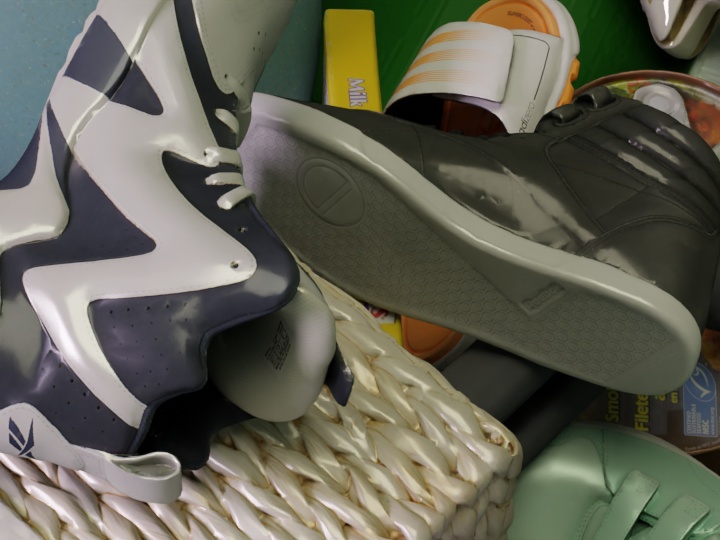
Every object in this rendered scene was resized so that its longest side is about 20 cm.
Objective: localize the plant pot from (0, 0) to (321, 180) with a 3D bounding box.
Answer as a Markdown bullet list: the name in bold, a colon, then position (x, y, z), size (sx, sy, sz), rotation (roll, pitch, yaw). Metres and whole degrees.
- **plant pot**: position (-0.096, -0.089, 0.809), size (0.199, 0.200, 0.135), rotation (-25, 93, -15)

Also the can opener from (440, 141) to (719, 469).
- **can opener**: position (0.107, 0.019, 0.729), size (0.067, 0.054, 0.200), rotation (19, 47, 40)

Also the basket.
- **basket**: position (-0.063, 0.099, 0.654), size (0.161, 0.199, 0.200), rotation (-38, 62, -25)

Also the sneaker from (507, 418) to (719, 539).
- **sneaker**: position (0.114, 0.108, 0.683), size (0.200, 0.118, 0.074), rotation (22, 94, 15)

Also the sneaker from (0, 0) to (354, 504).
- **sneaker**: position (-0.043, -0.013, 0.574), size (0.129, 0.080, 0.199), rotation (27, 54, 15)

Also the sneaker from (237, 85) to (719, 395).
- **sneaker**: position (0.046, -0.033, 0.705), size (0.199, 0.071, 0.099), rotation (24, 50, 13)

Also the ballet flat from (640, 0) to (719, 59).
- **ballet flat**: position (0.174, -0.124, 0.880), size (0.072, 0.072, 0.200), rotation (-40, 50, -23)

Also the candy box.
- **candy box**: position (0.000, 0.000, 0.778), size (0.026, 0.102, 0.201), rotation (-1, 55, -5)

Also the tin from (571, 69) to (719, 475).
- **tin**: position (0.127, 0.000, 0.815), size (0.111, 0.042, 0.201), rotation (6, 55, 0)

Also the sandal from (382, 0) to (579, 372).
- **sandal**: position (0.042, -0.054, 0.821), size (0.079, 0.059, 0.207), rotation (-22, 43, 42)
